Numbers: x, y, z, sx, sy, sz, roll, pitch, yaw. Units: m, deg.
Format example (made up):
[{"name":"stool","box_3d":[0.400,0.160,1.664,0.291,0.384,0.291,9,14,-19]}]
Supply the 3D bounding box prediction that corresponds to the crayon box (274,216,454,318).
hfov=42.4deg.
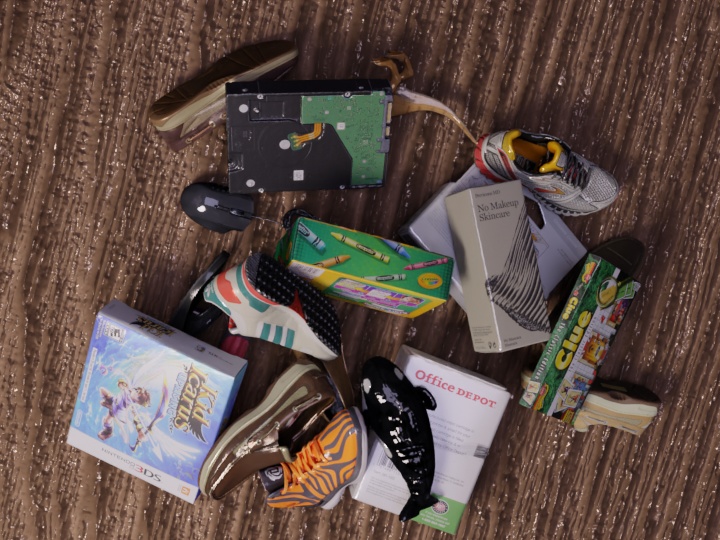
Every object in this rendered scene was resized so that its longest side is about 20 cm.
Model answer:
[{"name":"crayon box","box_3d":[0.000,0.000,1.137,0.198,0.119,0.059,15,73,-14]}]

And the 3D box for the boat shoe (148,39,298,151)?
[{"name":"boat shoe","box_3d":[-0.158,-0.212,1.140,0.199,0.072,0.072,-33,130,-10]}]

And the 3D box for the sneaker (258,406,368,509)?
[{"name":"sneaker","box_3d":[-0.064,0.241,1.139,0.111,0.078,0.201,-1,137,-25]}]

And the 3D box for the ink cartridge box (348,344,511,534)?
[{"name":"ink cartridge box","box_3d":[0.087,0.215,1.203,0.145,0.084,0.202,22,93,-8]}]

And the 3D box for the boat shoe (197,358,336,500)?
[{"name":"boat shoe","box_3d":[-0.108,0.201,1.099,0.075,0.075,0.203,41,91,31]}]

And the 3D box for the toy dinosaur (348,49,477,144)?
[{"name":"toy dinosaur","box_3d":[0.048,-0.218,1.171,0.198,0.061,0.107,-1,116,1]}]

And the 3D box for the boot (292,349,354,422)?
[{"name":"boot","box_3d":[-0.054,0.102,1.178,0.073,0.075,0.202,-22,96,0]}]

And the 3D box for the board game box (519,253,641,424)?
[{"name":"board game box","box_3d":[0.273,0.088,1.149,0.104,0.023,0.201,23,93,-40]}]

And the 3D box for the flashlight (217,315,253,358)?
[{"name":"flashlight","box_3d":[-0.159,0.105,1.158,0.068,0.068,0.201,26,95,27]}]

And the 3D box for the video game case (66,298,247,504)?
[{"name":"video game case","box_3d":[-0.248,0.160,1.119,0.180,0.045,0.201,23,116,5]}]

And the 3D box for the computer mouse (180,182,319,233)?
[{"name":"computer mouse","box_3d":[-0.130,-0.065,1.170,0.198,0.034,0.059,15,94,-9]}]

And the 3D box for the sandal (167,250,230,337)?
[{"name":"sandal","box_3d":[-0.208,0.065,1.157,0.048,0.075,0.201,33,101,-3]}]

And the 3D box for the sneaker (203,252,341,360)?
[{"name":"sneaker","box_3d":[-0.102,0.052,1.101,0.093,0.071,0.200,-20,141,26]}]

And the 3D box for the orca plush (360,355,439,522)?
[{"name":"orca plush","box_3d":[0.045,0.206,1.120,0.104,0.071,0.202,-4,94,0]}]

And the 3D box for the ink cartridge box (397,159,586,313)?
[{"name":"ink cartridge box","box_3d":[0.174,-0.037,1.208,0.174,0.044,0.200,-45,100,-18]}]

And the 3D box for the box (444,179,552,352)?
[{"name":"box","box_3d":[0.169,-0.005,1.145,0.081,0.068,0.202,-12,90,-22]}]

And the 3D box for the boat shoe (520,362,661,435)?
[{"name":"boat shoe","box_3d":[0.301,0.181,1.240,0.198,0.072,0.077,16,110,-7]}]

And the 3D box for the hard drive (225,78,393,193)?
[{"name":"hard drive","box_3d":[-0.064,-0.163,1.130,0.198,0.038,0.141,-3,130,-8]}]

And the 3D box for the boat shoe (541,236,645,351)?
[{"name":"boat shoe","box_3d":[0.305,0.042,1.226,0.200,0.072,0.068,-46,142,-13]}]

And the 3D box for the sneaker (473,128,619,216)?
[{"name":"sneaker","box_3d":[0.244,-0.123,1.175,0.198,0.082,0.079,16,80,-18]}]
